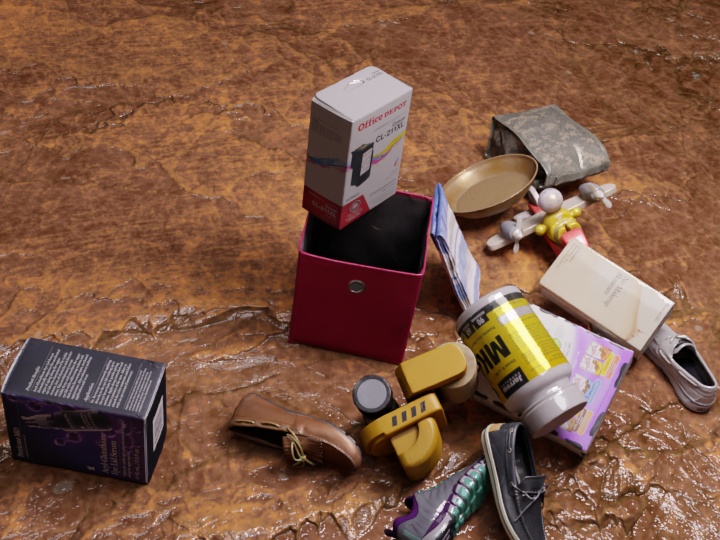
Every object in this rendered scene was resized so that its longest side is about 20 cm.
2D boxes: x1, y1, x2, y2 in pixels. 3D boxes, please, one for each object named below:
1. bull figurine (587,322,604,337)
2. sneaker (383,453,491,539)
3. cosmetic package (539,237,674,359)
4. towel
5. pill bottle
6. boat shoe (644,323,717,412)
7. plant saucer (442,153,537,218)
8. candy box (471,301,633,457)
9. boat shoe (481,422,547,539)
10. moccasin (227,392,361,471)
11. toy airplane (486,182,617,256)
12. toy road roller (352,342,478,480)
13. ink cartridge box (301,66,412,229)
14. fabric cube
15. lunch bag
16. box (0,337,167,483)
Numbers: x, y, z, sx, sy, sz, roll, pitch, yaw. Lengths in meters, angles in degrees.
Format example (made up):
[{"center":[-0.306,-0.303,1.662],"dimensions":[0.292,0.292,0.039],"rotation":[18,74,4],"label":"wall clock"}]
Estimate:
[{"center":[0.307,0.106,1.659],"dimensions":[0.199,0.065,0.121],"rotation":[25,25,23],"label":"bull figurine"},{"center":[0.115,0.311,1.407],"dimensions":[0.087,0.075,0.200],"rotation":[19,38,27],"label":"sneaker"},{"center":[0.408,0.046,1.685],"dimensions":[0.200,0.073,0.104],"rotation":[34,83,21],"label":"cosmetic package"},{"center":[0.163,-0.030,1.706],"dimensions":[0.024,0.200,0.147],"rotation":[-14,36,19],"label":"towel"},{"center":[0.233,0.133,1.462],"dimensions":[0.114,0.114,0.200],"rotation":[-20,65,-29],"label":"pill bottle"},{"center":[0.528,0.138,1.671],"dimensions":[0.073,0.066,0.200],"rotation":[-11,46,-21],"label":"boat shoe"},{"center":[0.244,-0.152,1.908],"dimensions":[0.199,0.036,0.200],"rotation":[-20,27,11],"label":"plant saucer"},{"center":[0.288,0.160,1.541],"dimensions":[0.199,0.072,0.168],"rotation":[26,80,18],"label":"candy box"},{"center":[0.224,0.303,1.390],"dimensions":[0.074,0.062,0.201],"rotation":[14,56,-52],"label":"boat shoe"},{"center":[-0.094,0.241,1.441],"dimensions":[0.201,0.074,0.078],"rotation":[23,53,10],"label":"moccasin"},{"center":[0.350,-0.101,1.843],"dimensions":[0.198,0.141,0.200],"rotation":[9,52,29],"label":"toy airplane"},{"center":[0.093,0.209,1.456],"dimensions":[0.199,0.123,0.146],"rotation":[-25,65,-2],"label":"toy road roller"},{"center":[-0.007,-0.185,1.532],"dimensions":[0.083,0.201,0.146],"rotation":[33,47,25],"label":"ink cartridge box"},{"center":[0.000,0.000,1.628],"dimensions":[0.195,0.200,0.201],"rotation":[11,42,1],"label":"fabric cube"},{"center":[0.373,-0.231,2.010],"dimensions":[0.163,0.118,0.200],"rotation":[-15,43,-26],"label":"lunch bag"},{"center":[-0.374,0.193,1.387],"dimensions":[0.199,0.148,0.105],"rotation":[9,42,1],"label":"box"}]
